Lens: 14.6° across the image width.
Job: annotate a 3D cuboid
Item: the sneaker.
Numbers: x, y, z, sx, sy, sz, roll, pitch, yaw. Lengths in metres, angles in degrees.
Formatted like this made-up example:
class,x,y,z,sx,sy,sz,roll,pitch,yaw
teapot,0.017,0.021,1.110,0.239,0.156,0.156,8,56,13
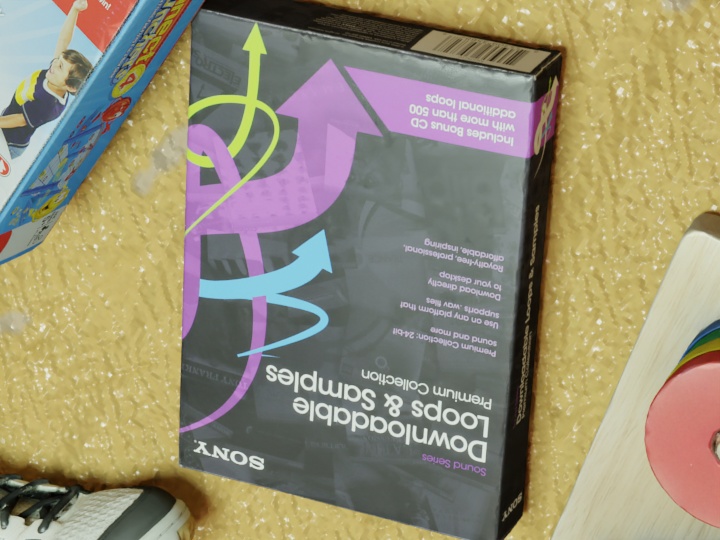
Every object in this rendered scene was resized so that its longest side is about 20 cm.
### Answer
class,x,y,z,sx,sy,sz,roll,pitch,yaw
sneaker,-0.165,0.113,1.194,0.200,0.076,0.088,-16,104,29

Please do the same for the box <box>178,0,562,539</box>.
class,x,y,z,sx,sy,sz,roll,pitch,yaw
box,0.000,0.000,1.092,0.143,0.036,0.200,12,117,20

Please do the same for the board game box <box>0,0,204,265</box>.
class,x,y,z,sx,sy,sz,roll,pitch,yaw
board game box,-0.158,-0.136,1.076,0.200,0.056,0.196,46,123,12

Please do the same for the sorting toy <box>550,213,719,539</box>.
class,x,y,z,sx,sy,sz,roll,pitch,yaw
sorting toy,0.169,0.114,1.043,0.198,0.070,0.200,27,121,12
